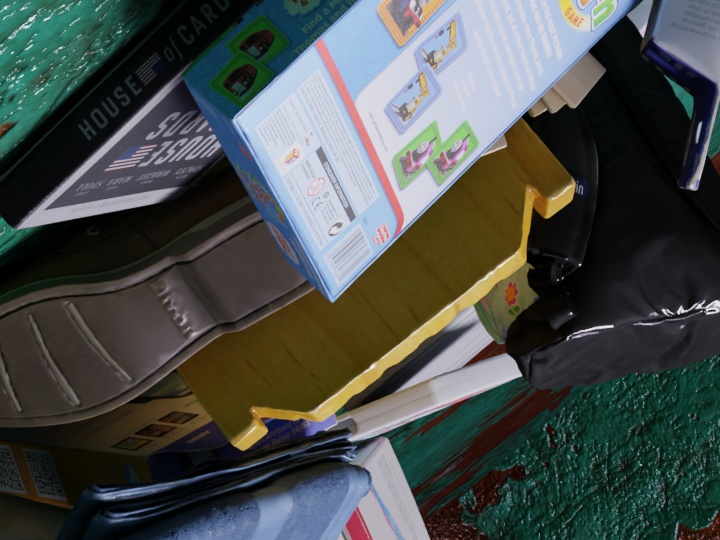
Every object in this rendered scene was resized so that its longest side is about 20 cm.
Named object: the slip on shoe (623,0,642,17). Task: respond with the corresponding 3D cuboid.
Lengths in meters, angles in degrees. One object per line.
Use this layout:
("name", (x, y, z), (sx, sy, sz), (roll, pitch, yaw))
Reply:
("slip on shoe", (0.067, -0.124, 1.286), (0.060, 0.076, 0.200), (-26, -174, 41))

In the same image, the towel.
("towel", (-0.081, 0.138, 1.317), (0.200, 0.048, 0.112), (-14, 139, -55))

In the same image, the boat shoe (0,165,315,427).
("boat shoe", (-0.104, 0.009, 1.246), (0.199, 0.072, 0.068), (-21, -148, 3))

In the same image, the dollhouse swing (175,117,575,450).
("dollhouse swing", (0.000, 0.000, 1.359), (0.200, 0.182, 0.176), (-37, 151, -2))

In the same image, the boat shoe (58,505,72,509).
("boat shoe", (-0.169, 0.133, 1.550), (0.065, 0.072, 0.200), (-55, 179, 23))

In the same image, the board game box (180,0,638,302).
("board game box", (0.031, -0.098, 1.075), (0.200, 0.037, 0.151), (-43, 151, -9))

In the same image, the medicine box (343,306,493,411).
("medicine box", (0.062, -0.017, 1.668), (0.182, 0.103, 0.200), (-40, 171, 19))

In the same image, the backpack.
("backpack", (0.113, -0.041, 1.464), (0.166, 0.201, 0.127), (-6, 152, -33))

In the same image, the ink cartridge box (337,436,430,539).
("ink cartridge box", (-0.048, 0.173, 1.573), (0.147, 0.086, 0.200), (-23, -179, 12))

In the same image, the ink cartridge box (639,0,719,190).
("ink cartridge box", (0.157, -0.137, 1.229), (0.200, 0.040, 0.201), (-20, 125, -85))

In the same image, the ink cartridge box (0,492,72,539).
("ink cartridge box", (-0.212, 0.144, 1.319), (0.200, 0.145, 0.048), (-8, 109, -70))

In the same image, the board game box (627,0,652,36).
("board game box", (0.241, -0.224, 1.513), (0.199, 0.041, 0.200), (-32, 170, -32))

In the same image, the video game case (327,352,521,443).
("video game case", (-0.015, 0.096, 1.587), (0.199, 0.018, 0.143), (-23, 176, 23))

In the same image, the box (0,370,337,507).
("box", (-0.105, 0.083, 1.423), (0.119, 0.042, 0.199), (-28, -160, -35))

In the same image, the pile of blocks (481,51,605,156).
("pile of blocks", (0.073, -0.119, 1.186), (0.200, 0.082, 0.062), (-47, -165, -8))

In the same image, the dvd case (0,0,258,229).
("dvd case", (-0.048, -0.092, 1.123), (0.200, 0.025, 0.150), (-42, 170, 21))
